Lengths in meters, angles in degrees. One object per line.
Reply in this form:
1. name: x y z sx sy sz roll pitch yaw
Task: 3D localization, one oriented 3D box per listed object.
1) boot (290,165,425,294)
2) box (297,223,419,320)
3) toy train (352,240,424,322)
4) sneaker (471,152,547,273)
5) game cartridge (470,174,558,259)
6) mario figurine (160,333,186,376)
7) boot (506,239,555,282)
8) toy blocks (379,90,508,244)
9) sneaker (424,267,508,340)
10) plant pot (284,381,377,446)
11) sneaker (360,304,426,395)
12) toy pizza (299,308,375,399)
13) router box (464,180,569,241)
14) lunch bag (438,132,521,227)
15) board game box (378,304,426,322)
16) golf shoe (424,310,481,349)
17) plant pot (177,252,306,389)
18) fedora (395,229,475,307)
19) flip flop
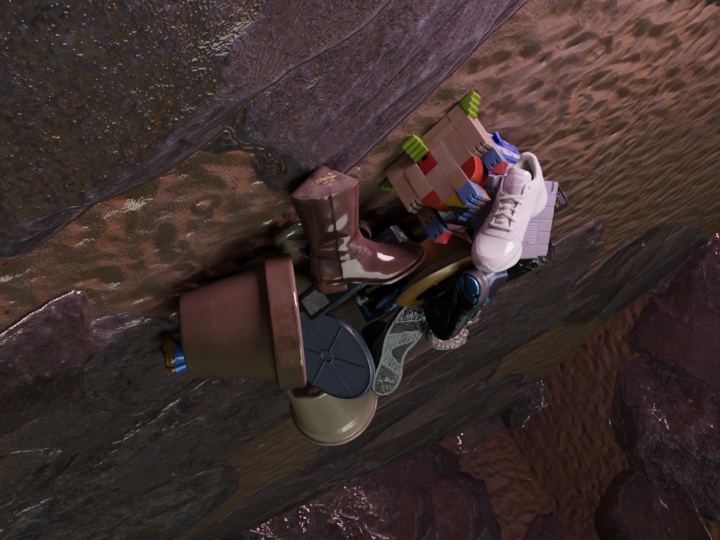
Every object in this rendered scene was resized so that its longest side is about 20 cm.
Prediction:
1. boot: 0.002 -0.067 1.097 0.183 0.065 0.202 -18 132 -10
2. box: 0.000 0.000 1.287 0.199 0.051 0.158 -36 178 12
3. toy train: 0.074 0.016 1.441 0.198 0.088 0.114 -28 168 -13
4. sneaker: 0.207 -0.085 1.102 0.201 0.074 0.100 -58 147 -32
5. game cartridge: 0.246 -0.082 1.228 0.198 0.038 0.132 -2 107 -48
6. mario figurine: -0.228 0.104 1.268 0.197 0.108 0.123 -12 -171 -19
7. boot: 0.278 -0.026 1.434 0.152 0.074 0.203 -26 -176 20
8. toy blocks: 0.131 -0.134 1.111 0.199 0.138 0.099 -40 156 21
9. sneaker: 0.173 0.055 1.270 0.081 0.074 0.200 -21 166 -30
10. plant pot: -0.079 0.235 1.588 0.198 0.202 0.184 -30 148 -3
11. sneaker: 0.057 0.116 1.430 0.082 0.121 0.203 12 116 -22
12. toy pizza: -0.054 0.150 1.421 0.032 0.200 0.201 -43 172 -44
13. router box: 0.280 -0.096 1.407 0.156 0.053 0.200 -32 -178 2
14. lunch bag: 0.189 -0.148 1.250 0.160 0.076 0.199 -44 156 24
15. board game box: 0.143 0.050 1.531 0.198 0.041 0.200 -33 178 -34
16. golf shoe: 0.154 0.107 1.448 0.096 0.079 0.199 -28 180 33
17. plant pot: -0.174 0.084 1.136 0.171 0.203 0.201 -8 154 -8
18. fedora: 0.134 -0.013 1.284 0.198 0.083 0.201 -26 166 -7
19. flip flop: -0.054 -0.041 1.172 0.081 0.058 0.199 -42 157 27
